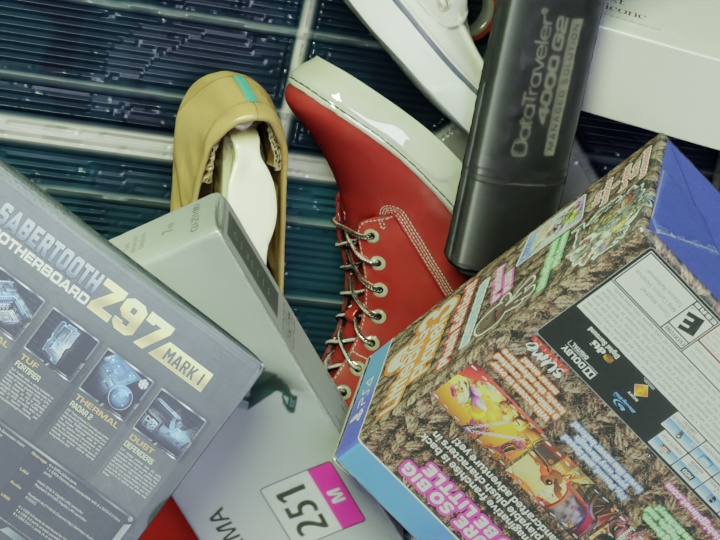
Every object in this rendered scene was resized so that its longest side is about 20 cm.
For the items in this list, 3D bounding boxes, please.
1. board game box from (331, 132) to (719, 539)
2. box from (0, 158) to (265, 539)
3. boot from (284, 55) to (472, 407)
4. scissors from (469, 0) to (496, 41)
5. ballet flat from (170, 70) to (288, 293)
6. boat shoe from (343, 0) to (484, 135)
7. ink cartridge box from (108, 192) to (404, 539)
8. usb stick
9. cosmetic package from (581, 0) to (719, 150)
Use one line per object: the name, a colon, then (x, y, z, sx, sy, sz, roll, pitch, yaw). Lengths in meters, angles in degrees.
board game box: (0.117, 0.066, 1.325, 0.200, 0.097, 0.159, -37, 106, 27)
box: (-0.166, 0.044, 1.256, 0.200, 0.051, 0.158, 37, 89, -16)
boot: (0.000, 0.000, 1.401, 0.144, 0.072, 0.200, -45, 122, -2)
scissors: (-0.010, -0.158, 1.377, 0.199, 0.014, 0.074, 7, 106, -24)
ballet flat: (-0.066, 0.005, 1.375, 0.068, 0.063, 0.201, -7, 110, -21)
boat shoe: (0.023, -0.144, 1.352, 0.066, 0.072, 0.200, -40, 111, 1)
ink cartridge box: (-0.097, 0.081, 1.360, 0.173, 0.044, 0.201, -24, 117, 12)
usb stick: (0.082, -0.088, 1.338, 0.055, 0.033, 0.201, 2, 116, -19)
cosmetic package: (0.180, -0.098, 1.384, 0.199, 0.083, 0.051, 16, 117, 3)
